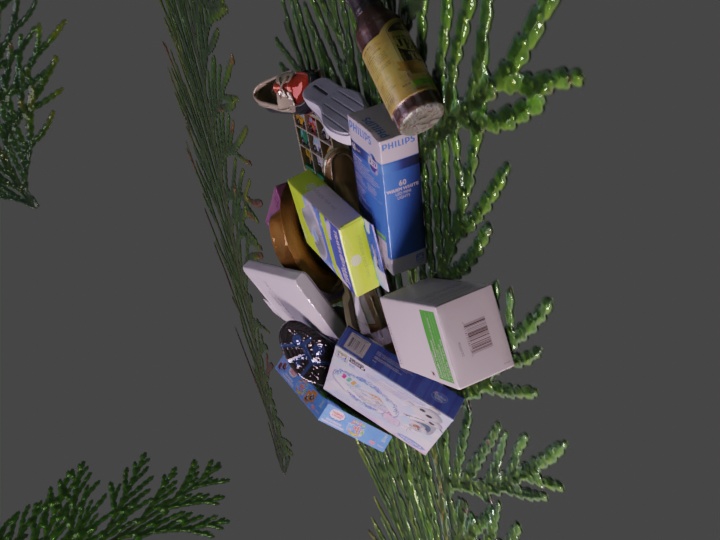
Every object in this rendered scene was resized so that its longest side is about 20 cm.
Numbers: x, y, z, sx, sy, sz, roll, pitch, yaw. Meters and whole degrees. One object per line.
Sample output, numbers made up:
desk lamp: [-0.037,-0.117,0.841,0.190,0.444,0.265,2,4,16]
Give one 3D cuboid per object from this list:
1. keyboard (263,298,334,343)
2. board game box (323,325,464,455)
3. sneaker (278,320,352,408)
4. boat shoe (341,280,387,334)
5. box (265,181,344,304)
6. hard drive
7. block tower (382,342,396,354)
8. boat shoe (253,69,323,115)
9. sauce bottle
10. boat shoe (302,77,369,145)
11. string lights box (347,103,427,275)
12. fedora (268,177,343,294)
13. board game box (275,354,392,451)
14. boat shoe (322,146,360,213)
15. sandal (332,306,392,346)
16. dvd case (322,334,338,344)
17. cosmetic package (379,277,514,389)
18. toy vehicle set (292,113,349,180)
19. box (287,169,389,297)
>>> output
keyboard: [-0.097,0.109,1.614,0.199,0.011,0.057,32,159,31]
board game box: [0.043,0.185,1.354,0.198,0.044,0.200,32,154,7]
sneaker: [-0.061,0.156,1.496,0.200,0.076,0.077,44,-179,-15]
boat shoe: [0.000,0.000,1.430,0.075,0.067,0.204,-30,-69,-85]
box: [-0.090,-0.045,1.632,0.176,0.095,0.203,127,123,-70]
hard drive: [-0.110,0.046,1.482,0.133,0.027,0.199,54,160,-25]
block tower: [0.052,0.156,1.458,0.200,0.053,0.059,120,130,-68]
boat shoe: [-0.117,-0.293,1.466,0.199,0.062,0.073,13,93,64]
sauce bottle: [0.033,-0.257,1.053,0.065,0.064,0.203,112,136,-66]
boat shoe: [-0.024,-0.224,1.303,0.062,0.072,0.200,52,-178,-36]
string lights box: [0.037,-0.109,1.210,0.103,0.058,0.203,-130,27,-51]
fedora: [-0.090,-0.052,1.474,0.081,0.200,0.204,-16,93,30]
board game box: [-0.049,0.226,1.546,0.150,0.037,0.200,33,-179,-33]
boat shoe: [0.001,-0.085,1.328,0.076,0.071,0.203,-117,3,-71]
sandal: [0.015,0.092,1.533,0.202,0.050,0.083,8,131,59]
dvd case: [-0.042,0.126,1.594,0.201,0.025,0.149,51,160,-26]
cosmetic package: [0.105,0.074,1.139,0.200,0.084,0.109,0,109,72]
toy vehicle set: [-0.063,-0.207,1.492,0.200,0.026,0.126,-139,34,-61]
box: [-0.034,-0.052,1.296,0.200,0.047,0.123,45,157,50]
